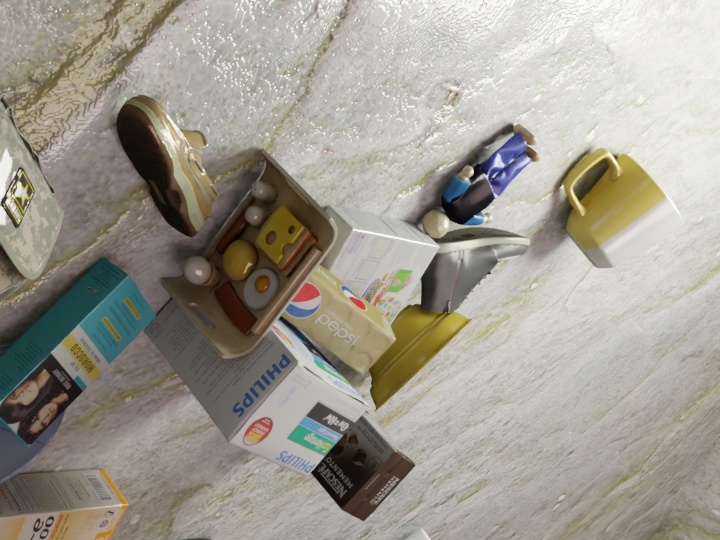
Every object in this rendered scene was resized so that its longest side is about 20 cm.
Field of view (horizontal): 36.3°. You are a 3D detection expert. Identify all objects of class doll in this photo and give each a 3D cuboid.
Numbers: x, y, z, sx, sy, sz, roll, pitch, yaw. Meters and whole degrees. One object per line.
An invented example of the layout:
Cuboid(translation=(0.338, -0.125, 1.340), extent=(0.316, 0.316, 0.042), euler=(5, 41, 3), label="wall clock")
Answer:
Cuboid(translation=(0.169, -0.114, 1.559), extent=(0.200, 0.048, 0.137), euler=(-41, 145, -11), label="doll")

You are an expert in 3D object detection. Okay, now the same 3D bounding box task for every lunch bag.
Cuboid(translation=(-0.367, -0.047, 0.983), extent=(0.200, 0.117, 0.165), euler=(-41, 147, -18), label="lunch bag")

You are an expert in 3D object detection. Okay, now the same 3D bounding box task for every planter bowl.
Cuboid(translation=(0.067, 0.109, 1.619), extent=(0.200, 0.084, 0.200), euler=(-43, 175, -4), label="planter bowl")

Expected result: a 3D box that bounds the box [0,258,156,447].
Cuboid(translation=(-0.320, 0.088, 1.193), extent=(0.200, 0.049, 0.083), euler=(-48, 144, -19), label="box")

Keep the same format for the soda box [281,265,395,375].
Cuboid(translation=(-0.051, 0.042, 1.374), extent=(0.199, 0.064, 0.068), euler=(38, 103, -22), label="soda box")

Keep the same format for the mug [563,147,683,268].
Cuboid(translation=(0.407, -0.098, 1.793), extent=(0.153, 0.187, 0.149), euler=(-40, 180, 7), label="mug")

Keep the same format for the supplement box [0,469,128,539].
Cuboid(translation=(-0.403, 0.320, 1.356), extent=(0.199, 0.073, 0.127), euler=(6, 120, -50), label="supplement box")

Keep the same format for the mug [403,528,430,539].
Cuboid(translation=(0.090, 0.615, 2.161), extent=(0.175, 0.148, 0.200), euler=(-35, 176, -3), label="mug")

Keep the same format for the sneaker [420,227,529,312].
Cuboid(translation=(0.163, -0.002, 1.621), extent=(0.198, 0.075, 0.108), euler=(-7, 108, -31), label="sneaker")

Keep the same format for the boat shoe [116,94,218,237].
Cuboid(translation=(-0.194, -0.122, 1.149), extent=(0.076, 0.071, 0.201), euler=(-50, 156, -21), label="boat shoe")

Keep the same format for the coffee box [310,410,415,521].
Cuboid(translation=(-0.031, 0.242, 1.570), extent=(0.113, 0.200, 0.080), euler=(-46, 146, 1), label="coffee box")

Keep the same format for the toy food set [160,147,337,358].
Cuboid(translation=(-0.129, -0.021, 1.243), extent=(0.201, 0.143, 0.060), euler=(-52, 146, 9), label="toy food set")

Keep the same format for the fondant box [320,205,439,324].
Cuboid(translation=(0.000, 0.000, 1.485), extent=(0.199, 0.058, 0.145), euler=(10, 117, -50), label="fondant box")

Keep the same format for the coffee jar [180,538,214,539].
Cuboid(translation=(-0.276, 0.499, 1.670), extent=(0.104, 0.085, 0.201), euler=(13, 116, -49), label="coffee jar")

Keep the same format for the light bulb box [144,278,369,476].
Cuboid(translation=(-0.124, 0.122, 1.344), extent=(0.125, 0.200, 0.198), euler=(-47, 147, 2), label="light bulb box")

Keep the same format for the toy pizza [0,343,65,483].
Cuboid(translation=(-0.415, 0.162, 1.214), extent=(0.199, 0.032, 0.202), euler=(-31, 141, -30), label="toy pizza")
